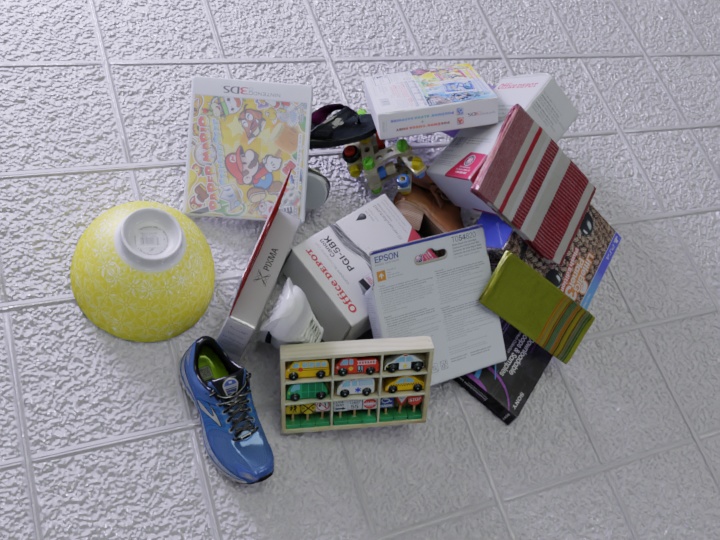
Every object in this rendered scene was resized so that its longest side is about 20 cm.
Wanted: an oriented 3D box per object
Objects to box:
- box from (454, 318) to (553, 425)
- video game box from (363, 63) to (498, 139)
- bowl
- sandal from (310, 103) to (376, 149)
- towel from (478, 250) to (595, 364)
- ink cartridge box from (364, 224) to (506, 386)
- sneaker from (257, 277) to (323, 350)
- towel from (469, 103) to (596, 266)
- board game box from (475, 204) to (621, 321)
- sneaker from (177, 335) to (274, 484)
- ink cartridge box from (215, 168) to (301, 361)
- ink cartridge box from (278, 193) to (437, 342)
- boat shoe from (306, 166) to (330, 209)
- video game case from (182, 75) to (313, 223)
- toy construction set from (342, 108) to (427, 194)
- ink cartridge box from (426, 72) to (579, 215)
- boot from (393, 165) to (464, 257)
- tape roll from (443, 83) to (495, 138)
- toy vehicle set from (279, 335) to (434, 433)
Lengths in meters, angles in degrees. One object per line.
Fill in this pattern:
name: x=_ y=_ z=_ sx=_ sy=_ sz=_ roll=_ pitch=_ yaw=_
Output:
box: x=0.185 y=0.115 z=1.223 sx=0.199 sy=0.036 sz=0.143 roll=40 pitch=54 yaw=3
video game box: x=0.103 y=-0.264 z=1.241 sx=0.178 sy=0.048 sz=0.201 roll=-10 pitch=29 yaw=0
bowl: x=-0.282 y=-0.020 z=1.069 sx=0.196 sy=0.108 sz=0.204 roll=10 pitch=57 yaw=-15
sandal: x=-0.060 y=-0.224 z=1.245 sx=0.196 sy=0.049 sz=0.076 roll=-12 pitch=38 yaw=-15
towel: x=0.261 y=0.057 z=1.177 sx=0.198 sy=0.018 sz=0.087 roll=33 pitch=85 yaw=-28
ink cartridge box: x=0.104 y=0.053 z=1.131 sx=0.196 sy=0.040 sz=0.205 roll=-13 pitch=96 yaw=-26
sneaker: x=-0.083 y=0.069 z=1.043 sx=0.080 sy=0.200 sz=0.077 roll=33 pitch=77 yaw=0
towel: x=0.250 y=-0.117 z=1.150 sx=0.199 sy=0.023 sz=0.146 roll=37 pitch=74 yaw=-29
board game box: x=0.283 y=-0.043 z=1.244 sx=0.199 sy=0.096 sz=0.161 roll=38 pitch=74 yaw=-28
sneaker: x=-0.168 y=0.172 z=1.008 sx=0.078 sy=0.090 sz=0.202 roll=-23 pitch=71 yaw=-31
ink cartridge box: x=-0.127 y=-0.006 z=1.074 sx=0.044 sy=0.177 sz=0.203 roll=24 pitch=51 yaw=-7
ink cartridge box: x=0.000 y=0.000 z=1.187 sx=0.199 sy=0.083 sz=0.147 roll=-33 pitch=77 yaw=-35
boat shoe: x=-0.142 y=-0.143 z=1.234 sx=0.196 sy=0.072 sz=0.064 roll=17 pitch=22 yaw=-2
video game case: x=-0.164 y=-0.176 z=1.182 sx=0.177 sy=0.023 sz=0.205 roll=4 pitch=88 yaw=-2
toy construction set: x=0.035 y=-0.207 z=1.315 sx=0.128 sy=0.093 sz=0.202 roll=-13 pitch=42 yaw=8
ink cartridge box: x=0.213 y=-0.192 z=1.218 sx=0.083 sy=0.145 sz=0.201 roll=43 pitch=83 yaw=-22
boot: x=0.146 y=-0.083 z=1.315 sx=0.196 sy=0.077 sz=0.157 roll=21 pitch=50 yaw=0
tape roll: x=0.218 y=-0.271 z=1.398 sx=0.195 sy=0.067 sz=0.201 roll=13 pitch=26 yaw=-6
toy vehicle set: x=-0.007 y=0.149 z=1.043 sx=0.195 sy=0.127 sz=0.027 roll=-3 pitch=33 yaw=-8
